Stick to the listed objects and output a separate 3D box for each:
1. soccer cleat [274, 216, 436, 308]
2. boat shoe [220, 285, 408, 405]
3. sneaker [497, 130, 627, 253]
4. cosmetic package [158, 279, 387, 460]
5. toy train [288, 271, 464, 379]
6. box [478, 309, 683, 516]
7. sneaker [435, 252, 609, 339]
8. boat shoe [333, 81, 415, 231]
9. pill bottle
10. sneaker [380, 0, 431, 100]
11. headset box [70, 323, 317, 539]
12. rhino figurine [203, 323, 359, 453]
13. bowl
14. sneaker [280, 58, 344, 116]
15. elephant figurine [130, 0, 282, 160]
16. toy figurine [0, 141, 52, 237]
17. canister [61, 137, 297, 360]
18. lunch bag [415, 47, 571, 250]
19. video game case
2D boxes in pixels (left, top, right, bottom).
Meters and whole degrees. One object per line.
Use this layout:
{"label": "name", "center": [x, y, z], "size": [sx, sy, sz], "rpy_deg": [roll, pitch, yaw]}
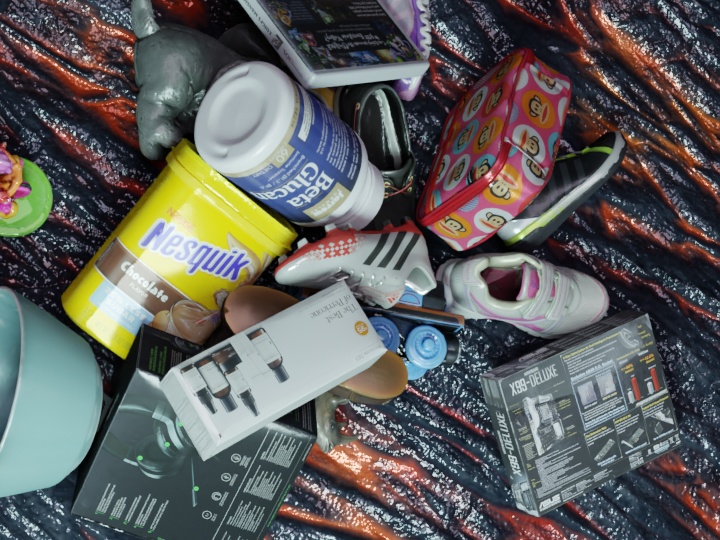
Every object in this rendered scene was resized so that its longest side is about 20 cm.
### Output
{"label": "soccer cleat", "center": [0.000, 0.000, 1.391], "size": [0.199, 0.068, 0.086], "rpy_deg": [-11, 72, -47]}
{"label": "boat shoe", "center": [-0.052, 0.079, 1.380], "size": [0.199, 0.070, 0.071], "rpy_deg": [29, 73, -14]}
{"label": "sneaker", "center": [0.215, -0.104, 1.571], "size": [0.200, 0.072, 0.083], "rpy_deg": [-44, 94, -19]}
{"label": "cosmetic package", "center": [-0.077, 0.088, 1.289], "size": [0.199, 0.051, 0.083], "rpy_deg": [-28, 82, -32]}
{"label": "toy train", "center": [0.013, 0.044, 1.477], "size": [0.198, 0.087, 0.116], "rpy_deg": [10, 72, -14]}
{"label": "box", "center": [0.241, 0.152, 1.529], "size": [0.198, 0.050, 0.159], "rpy_deg": [-23, 102, -19]}
{"label": "sneaker", "center": [0.185, 0.026, 1.530], "size": [0.198, 0.088, 0.082], "rpy_deg": [6, 79, -16]}
{"label": "boat shoe", "center": [0.022, -0.102, 1.489], "size": [0.073, 0.063, 0.203], "rpy_deg": [-21, 110, -26]}
{"label": "pill bottle", "center": [-0.061, -0.110, 1.370], "size": [0.200, 0.110, 0.112], "rpy_deg": [34, 68, -50]}
{"label": "sneaker", "center": [0.032, -0.283, 1.545], "size": [0.087, 0.081, 0.202], "rpy_deg": [2, 76, -10]}
{"label": "headset box", "center": [-0.166, 0.170, 1.352], "size": [0.198, 0.093, 0.175], "rpy_deg": [21, 112, -14]}
{"label": "rhino figurine", "center": [-0.084, 0.124, 1.447], "size": [0.199, 0.060, 0.088], "rpy_deg": [30, 69, -13]}
{"label": "bowl", "center": [-0.314, 0.126, 1.322], "size": [0.104, 0.200, 0.203], "rpy_deg": [18, 75, -34]}
{"label": "sneaker", "center": [-0.067, -0.235, 1.502], "size": [0.090, 0.075, 0.201], "rpy_deg": [-35, 92, -25]}
{"label": "elephant figurine", "center": [-0.128, -0.184, 1.436], "size": [0.198, 0.155, 0.143], "rpy_deg": [-2, 72, -4]}
{"label": "toy figurine", "center": [-0.382, -0.086, 1.323], "size": [0.198, 0.184, 0.152], "rpy_deg": [-1, 81, -18]}
{"label": "canister", "center": [-0.179, -0.005, 1.384], "size": [0.148, 0.087, 0.200], "rpy_deg": [38, 95, -23]}
{"label": "lunch bag", "center": [0.134, -0.123, 1.499], "size": [0.082, 0.176, 0.201], "rpy_deg": [32, 52, -18]}
{"label": "video game case", "center": [-0.041, -0.263, 1.433], "size": [0.199, 0.023, 0.182], "rpy_deg": [-15, 64, -52]}
